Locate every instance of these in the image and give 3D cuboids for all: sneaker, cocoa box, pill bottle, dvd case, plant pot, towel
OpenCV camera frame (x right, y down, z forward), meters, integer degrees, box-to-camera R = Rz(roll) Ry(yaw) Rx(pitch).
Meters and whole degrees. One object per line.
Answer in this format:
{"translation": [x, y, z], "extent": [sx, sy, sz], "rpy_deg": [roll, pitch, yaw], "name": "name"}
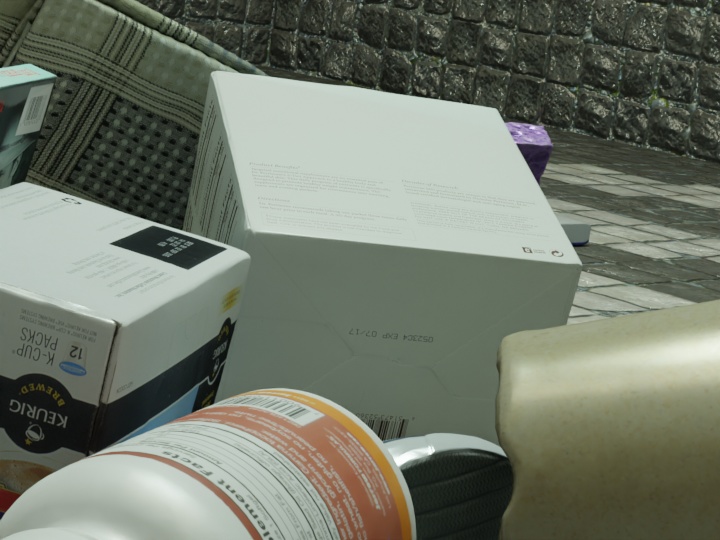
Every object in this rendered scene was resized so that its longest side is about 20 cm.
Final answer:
{"translation": [-0.010, 0.104, 0.820], "extent": [0.198, 0.074, 0.071], "rpy_deg": [1, 16, -35], "name": "sneaker"}
{"translation": [-0.148, 0.049, 0.820], "extent": [0.132, 0.133, 0.200], "rpy_deg": [17, 12, 9], "name": "cocoa box"}
{"translation": [-0.063, 0.113, 0.625], "extent": [0.111, 0.114, 0.200], "rpy_deg": [12, 11, 21], "name": "pill bottle"}
{"translation": [-0.210, -0.003, 0.894], "extent": [0.022, 0.202, 0.146], "rpy_deg": [23, 12, 3], "name": "dvd case"}
{"translation": [0.151, 0.090, 0.761], "extent": [0.181, 0.203, 0.200], "rpy_deg": [-2, 9, 7], "name": "plant pot"}
{"translation": [-0.168, -0.086, 1.120], "extent": [0.199, 0.193, 0.035], "rpy_deg": [26, 39, -22], "name": "towel"}

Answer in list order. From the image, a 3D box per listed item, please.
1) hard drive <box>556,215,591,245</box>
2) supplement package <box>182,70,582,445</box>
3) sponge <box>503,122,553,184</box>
{"translation": [0.135, -0.060, 1.962], "extent": [0.131, 0.026, 0.199], "rpy_deg": [-2, 14, -45], "name": "hard drive"}
{"translation": [0.000, 0.000, 1.051], "extent": [0.189, 0.148, 0.201], "rpy_deg": [6, 28, -15], "name": "supplement package"}
{"translation": [0.048, -0.017, 1.205], "extent": [0.110, 0.201, 0.030], "rpy_deg": [4, 38, -16], "name": "sponge"}
